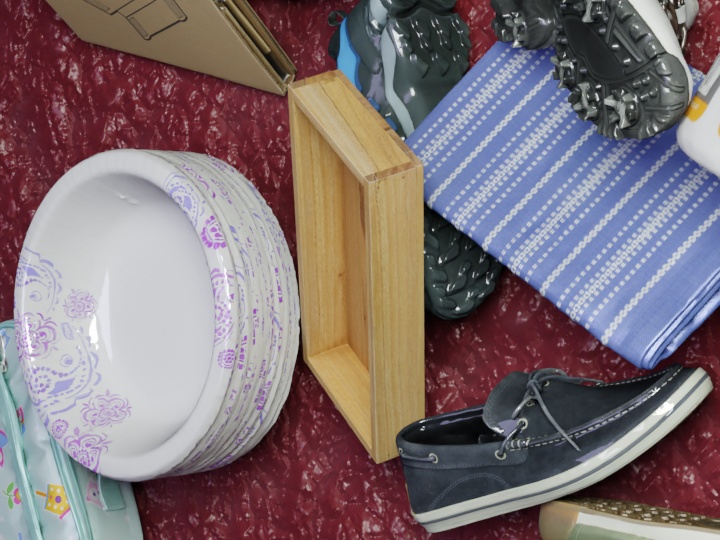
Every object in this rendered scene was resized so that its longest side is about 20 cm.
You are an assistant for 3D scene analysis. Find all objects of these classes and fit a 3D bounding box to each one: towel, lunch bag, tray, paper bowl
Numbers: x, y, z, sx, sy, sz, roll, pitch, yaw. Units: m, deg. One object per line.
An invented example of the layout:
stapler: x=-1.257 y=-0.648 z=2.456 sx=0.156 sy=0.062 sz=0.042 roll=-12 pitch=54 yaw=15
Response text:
towel: x=0.125 y=-0.051 z=0.961 sx=0.145 sy=0.024 sz=0.200 roll=-46 pitch=55 yaw=-7
lunch bag: x=-0.232 y=0.135 z=1.289 sx=0.160 sy=0.077 sz=0.202 roll=-30 pitch=72 yaw=38
tray: x=0.000 y=0.000 z=1.036 sx=0.099 sy=0.037 sz=0.201 roll=52 pitch=152 yaw=44
paper bowl: x=-0.117 y=0.026 z=1.166 sx=0.200 sy=0.104 sz=0.203 roll=1 pitch=92 yaw=42

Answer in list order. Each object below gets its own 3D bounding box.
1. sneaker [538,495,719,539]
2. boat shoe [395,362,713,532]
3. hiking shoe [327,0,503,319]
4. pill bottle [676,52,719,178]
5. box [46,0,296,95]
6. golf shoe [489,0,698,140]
sneaker: x=0.172 y=0.171 z=0.939 sx=0.199 sy=0.067 sz=0.091 roll=6 pitch=90 yaw=38
boat shoe: x=0.096 y=0.084 z=0.994 sx=0.199 sy=0.074 sz=0.063 roll=-24 pitch=95 yaw=39
hiking shoe: x=0.032 y=-0.066 z=1.066 sx=0.087 sy=0.074 sz=0.202 roll=-26 pitch=68 yaw=53
pill bottle: x=0.237 y=-0.114 z=0.832 sx=0.116 sy=0.116 sz=0.201 roll=38 pitch=103 yaw=34
box: x=-0.149 y=-0.183 z=1.163 sx=0.199 sy=0.164 sz=0.021 roll=19 pitch=69 yaw=39
golf shoe: x=0.132 y=-0.126 z=0.911 sx=0.200 sy=0.094 sz=0.078 roll=-119 pitch=26 yaw=-58
